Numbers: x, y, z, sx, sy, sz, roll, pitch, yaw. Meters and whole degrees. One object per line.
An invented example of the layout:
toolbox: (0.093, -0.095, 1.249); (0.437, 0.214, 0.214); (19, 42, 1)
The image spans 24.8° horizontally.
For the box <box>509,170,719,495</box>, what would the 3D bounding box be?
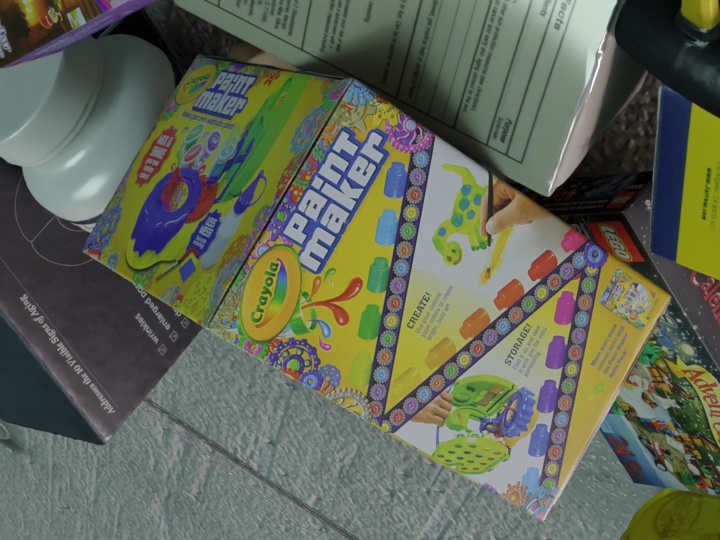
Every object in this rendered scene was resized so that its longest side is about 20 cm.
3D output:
box: (0.157, 0.038, 0.897); (0.200, 0.038, 0.137); (55, 154, -18)

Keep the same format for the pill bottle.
pill bottle: (-0.123, -0.067, 0.944); (0.111, 0.111, 0.200); (3, 160, 44)

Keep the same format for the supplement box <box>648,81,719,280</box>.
supplement box: (0.233, -0.042, 0.670); (0.200, 0.109, 0.110); (23, 148, 23)

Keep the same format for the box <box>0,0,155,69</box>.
box: (-0.158, -0.204, 0.748); (0.137, 0.039, 0.200); (-12, 100, 53)

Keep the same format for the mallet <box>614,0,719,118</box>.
mallet: (0.120, -0.105, 0.546); (0.066, 0.041, 0.200); (40, 174, 16)

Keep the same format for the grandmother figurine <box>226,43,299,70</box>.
grandmother figurine: (0.005, -0.118, 0.866); (0.121, 0.061, 0.200); (23, 158, -35)

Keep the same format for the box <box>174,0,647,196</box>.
box: (0.035, -0.147, 0.710); (0.200, 0.109, 0.128); (29, 134, 14)

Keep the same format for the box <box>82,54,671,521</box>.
box: (0.000, 0.000, 0.783); (0.193, 0.122, 0.200); (32, 176, -25)

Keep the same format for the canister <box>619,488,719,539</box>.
canister: (0.273, 0.229, 1.032); (0.200, 0.087, 0.149); (49, 149, -22)

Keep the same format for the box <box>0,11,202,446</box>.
box: (-0.188, -0.031, 1.045); (0.124, 0.197, 0.200); (4, 136, 44)
